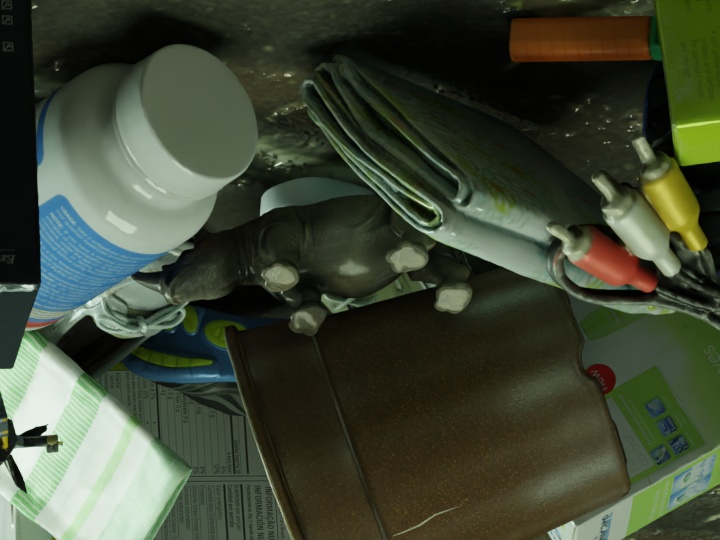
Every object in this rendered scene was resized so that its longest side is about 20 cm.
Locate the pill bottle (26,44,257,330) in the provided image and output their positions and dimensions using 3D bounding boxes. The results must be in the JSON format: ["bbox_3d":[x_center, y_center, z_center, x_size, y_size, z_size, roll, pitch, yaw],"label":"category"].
[{"bbox_3d":[-0.150,-0.049,1.653,0.112,0.113,0.200,16,149,-38],"label":"pill bottle"}]

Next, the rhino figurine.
[{"bbox_3d":[-0.035,-0.006,1.686,0.199,0.088,0.060,-6,122,5],"label":"rhino figurine"}]

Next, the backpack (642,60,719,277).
[{"bbox_3d":[0.266,-0.056,1.658,0.199,0.163,0.168,-11,161,10],"label":"backpack"}]

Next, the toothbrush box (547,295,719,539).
[{"bbox_3d":[0.182,0.071,1.852,0.199,0.146,0.086,-28,159,-9],"label":"toothbrush box"}]

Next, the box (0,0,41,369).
[{"bbox_3d":[-0.247,-0.060,1.507,0.147,0.201,0.107,2,154,-14],"label":"box"}]

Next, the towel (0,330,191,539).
[{"bbox_3d":[-0.210,0.110,1.907,0.023,0.200,0.153,-39,166,-43],"label":"towel"}]

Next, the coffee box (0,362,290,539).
[{"bbox_3d":[-0.155,0.194,2.070,0.196,0.201,0.200,-1,155,-10],"label":"coffee box"}]

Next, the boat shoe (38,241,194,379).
[{"bbox_3d":[-0.165,0.035,1.886,0.074,0.065,0.202,16,148,-38],"label":"boat shoe"}]

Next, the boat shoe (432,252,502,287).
[{"bbox_3d":[0.079,0.007,1.864,0.060,0.072,0.202,-25,162,2],"label":"boat shoe"}]

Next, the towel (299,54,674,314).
[{"bbox_3d":[0.074,-0.045,1.652,0.199,0.171,0.048,19,109,-41],"label":"towel"}]

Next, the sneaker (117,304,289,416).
[{"bbox_3d":[-0.062,0.065,1.941,0.198,0.071,0.083,14,174,12],"label":"sneaker"}]

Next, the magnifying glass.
[{"bbox_3d":[0.181,-0.129,1.604,0.199,0.080,0.022,-1,155,16],"label":"magnifying glass"}]

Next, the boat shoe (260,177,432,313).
[{"bbox_3d":[0.000,0.000,1.846,0.072,0.062,0.200,-16,153,22],"label":"boat shoe"}]

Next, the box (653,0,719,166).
[{"bbox_3d":[0.258,-0.129,1.545,0.199,0.123,0.048,-7,152,5],"label":"box"}]

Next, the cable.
[{"bbox_3d":[0.179,0.013,1.573,0.200,0.050,0.097,40,106,-22],"label":"cable"}]

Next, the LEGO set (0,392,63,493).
[{"bbox_3d":[-0.285,0.059,1.794,0.153,0.201,0.116,-21,160,-14],"label":"LEGO set"}]

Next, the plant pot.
[{"bbox_3d":[0.044,0.094,1.721,0.197,0.201,0.200,-20,155,-1],"label":"plant pot"}]
